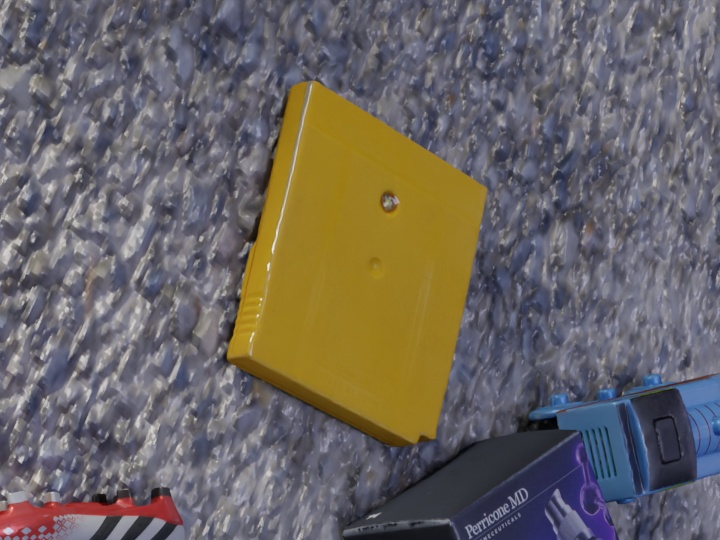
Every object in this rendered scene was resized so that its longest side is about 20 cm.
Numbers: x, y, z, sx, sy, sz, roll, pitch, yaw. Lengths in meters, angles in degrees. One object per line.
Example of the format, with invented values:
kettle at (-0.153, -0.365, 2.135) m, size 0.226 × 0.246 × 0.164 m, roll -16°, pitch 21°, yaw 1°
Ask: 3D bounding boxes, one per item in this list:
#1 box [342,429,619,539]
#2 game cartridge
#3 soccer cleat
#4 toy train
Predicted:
box at (0.099, 0.226, 1.763) m, size 0.148 × 0.104 × 0.200 m, roll -31°, pitch 104°, yaw -43°
game cartridge at (0.000, 0.000, 1.768) m, size 0.176 × 0.032 × 0.200 m, roll 30°, pitch 64°, yaw -37°
soccer cleat at (-0.177, 0.172, 1.532) m, size 0.200 × 0.069 × 0.085 m, roll 1°, pitch 77°, yaw -49°
toy train at (0.206, 0.119, 1.882) m, size 0.200 × 0.114 × 0.087 m, roll -8°, pitch 88°, yaw -45°
